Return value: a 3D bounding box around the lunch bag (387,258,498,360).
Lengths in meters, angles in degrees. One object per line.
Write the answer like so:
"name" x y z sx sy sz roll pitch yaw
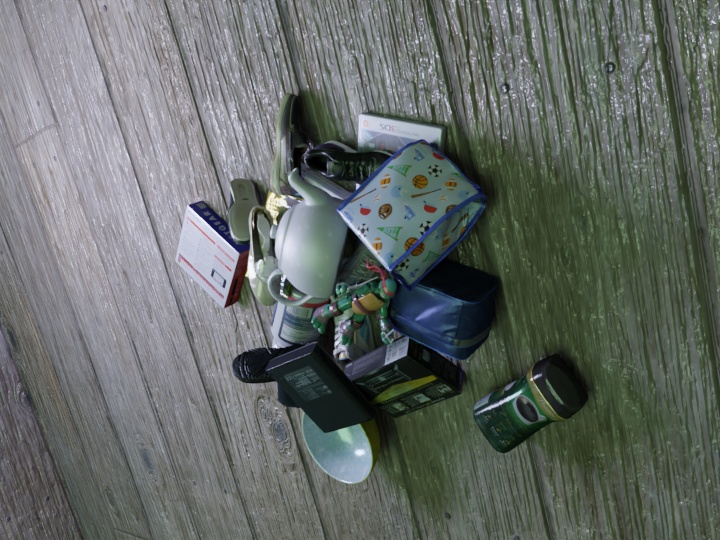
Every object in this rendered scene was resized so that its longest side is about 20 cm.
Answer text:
"lunch bag" 0.138 0.065 1.087 0.197 0.135 0.136 23 120 31

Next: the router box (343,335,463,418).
"router box" 0.081 0.213 1.195 0.156 0.053 0.198 35 136 -25

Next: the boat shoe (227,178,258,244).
"boat shoe" -0.256 -0.119 1.321 0.203 0.070 0.069 -104 24 -47

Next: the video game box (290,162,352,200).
"video game box" -0.110 -0.107 1.276 0.180 0.046 0.204 34 125 28

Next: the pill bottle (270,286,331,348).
"pill bottle" -0.135 0.102 1.331 0.118 0.119 0.204 33 125 23

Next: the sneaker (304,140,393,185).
"sneaker" -0.017 -0.184 1.114 0.196 0.087 0.078 18 117 32

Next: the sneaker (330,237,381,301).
"sneaker" 0.000 0.000 1.193 0.074 0.088 0.200 29 135 -15

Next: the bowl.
"bowl" -0.025 0.357 1.352 0.196 0.107 0.206 14 115 33

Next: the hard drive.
"hard drive" -0.079 0.239 1.206 0.137 0.033 0.201 -23 116 33

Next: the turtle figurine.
"turtle figurine" 0.008 0.065 1.064 0.149 0.102 0.199 43 135 -14

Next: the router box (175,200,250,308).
"router box" -0.368 -0.039 1.505 0.199 0.048 0.182 40 128 19

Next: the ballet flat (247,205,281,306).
"ballet flat" -0.191 -0.034 1.204 0.069 0.068 0.206 -21 74 41

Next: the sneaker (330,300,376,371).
"sneaker" -0.020 0.146 1.283 0.075 0.080 0.205 -14 98 42

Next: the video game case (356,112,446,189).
"video game case" 0.068 -0.176 1.121 0.179 0.023 0.205 19 118 32

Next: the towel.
"towel" -0.168 -0.061 1.250 0.142 0.023 0.205 23 99 36

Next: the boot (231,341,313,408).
"boot" -0.175 0.241 1.312 0.171 0.195 0.077 96 158 -44

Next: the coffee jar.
"coffee jar" 0.297 0.234 1.062 0.105 0.084 0.200 54 132 11

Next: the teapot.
"teapot" -0.100 -0.049 1.128 0.142 0.205 0.198 13 162 0

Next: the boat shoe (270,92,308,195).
"boat shoe" -0.135 -0.249 1.206 0.063 0.072 0.206 6 85 12

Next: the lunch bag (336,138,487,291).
"lunch bag" 0.091 -0.100 1.013 0.200 0.124 0.170 -46 60 4
